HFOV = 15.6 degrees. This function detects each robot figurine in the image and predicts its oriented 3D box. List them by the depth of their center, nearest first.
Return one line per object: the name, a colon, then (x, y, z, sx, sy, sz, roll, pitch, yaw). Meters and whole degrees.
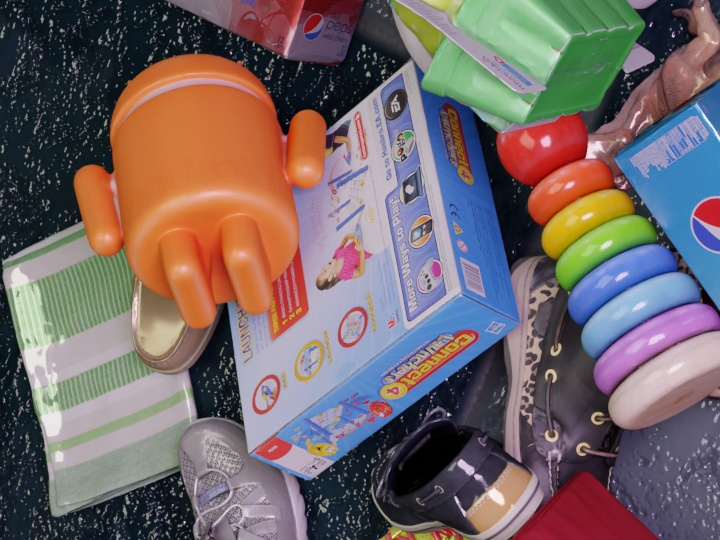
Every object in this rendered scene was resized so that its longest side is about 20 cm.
robot figurine: (-0.101, -0.059, 1.710, 0.144, 0.116, 0.201, -41, 43, 30)

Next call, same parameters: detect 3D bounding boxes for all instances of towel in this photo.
towel: (-0.190, 0.063, 1.904, 0.152, 0.023, 0.201, -24, 71, 34)

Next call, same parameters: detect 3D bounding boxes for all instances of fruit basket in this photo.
fruit basket: (0.051, -0.158, 1.490, 0.199, 0.185, 0.094, 31, 112, 21)

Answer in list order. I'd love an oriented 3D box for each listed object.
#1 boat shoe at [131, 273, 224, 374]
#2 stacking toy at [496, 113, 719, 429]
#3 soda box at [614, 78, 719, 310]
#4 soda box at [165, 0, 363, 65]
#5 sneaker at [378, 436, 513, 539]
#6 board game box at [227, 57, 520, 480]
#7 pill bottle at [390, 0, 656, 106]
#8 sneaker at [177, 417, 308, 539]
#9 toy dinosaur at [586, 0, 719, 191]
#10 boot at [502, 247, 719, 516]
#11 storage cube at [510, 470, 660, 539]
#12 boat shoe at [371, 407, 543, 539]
boat shoe: (-0.127, -0.027, 1.824, 0.072, 0.065, 0.201, 15, 94, 21)
stacking toy: (0.137, -0.012, 1.516, 0.085, 0.085, 0.201, -40, 70, 29)
soda box: (0.233, -0.008, 1.490, 0.064, 0.068, 0.200, -34, 92, 31)
soda box: (-0.089, -0.207, 1.819, 0.200, 0.063, 0.070, 28, 104, 36)
sneaker: (0.034, 0.193, 1.669, 0.078, 0.090, 0.201, 40, 109, 35)
board game box: (0.000, 0.000, 1.694, 0.196, 0.056, 0.201, -38, 44, 31)
pill bottle: (0.124, -0.193, 1.616, 0.200, 0.111, 0.112, -32, 67, 32)
sneaker: (-0.079, 0.185, 1.765, 0.075, 0.082, 0.201, -40, 63, 29)
toy dinosaur: (0.223, -0.094, 1.547, 0.199, 0.086, 0.136, 0, 86, 35)
boot: (0.165, 0.078, 1.589, 0.150, 0.073, 0.201, -13, 73, 37)
storage cube: (0.119, 0.251, 1.508, 0.171, 0.180, 0.200, 40, 112, 8)
boat shoe: (0.047, 0.120, 1.583, 0.075, 0.062, 0.200, -49, 14, -10)
